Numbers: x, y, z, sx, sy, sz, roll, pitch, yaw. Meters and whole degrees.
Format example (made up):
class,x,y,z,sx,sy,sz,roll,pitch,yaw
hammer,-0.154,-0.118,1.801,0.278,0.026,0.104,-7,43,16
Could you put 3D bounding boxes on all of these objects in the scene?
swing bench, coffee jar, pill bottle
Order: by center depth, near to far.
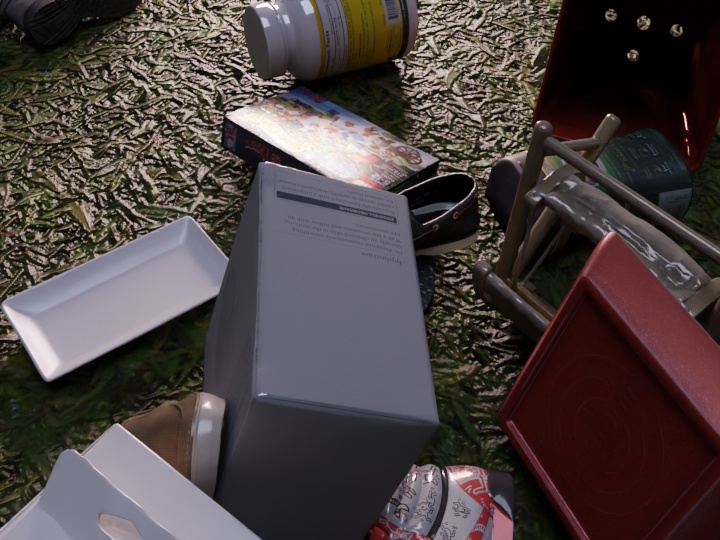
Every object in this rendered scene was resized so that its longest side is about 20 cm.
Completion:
class,x,y,z,sx,sy,sz,roll,pitch,yaw
swing bench,0.207,0.012,0.684,0.128,0.203,0.198,-13,44,-44
coffee jar,0.230,-0.079,0.859,0.195,0.086,0.106,-11,51,-16
pill bottle,-0.037,-0.297,1.023,0.196,0.114,0.113,-18,50,-21

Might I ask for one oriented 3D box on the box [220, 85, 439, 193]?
class,x,y,z,sx,sy,sz,roll,pitch,yaw
box,-0.032,-0.125,0.895,0.198,0.038,0.136,32,39,23

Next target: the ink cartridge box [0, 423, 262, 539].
class,x,y,z,sx,sy,sz,roll,pitch,yaw
ink cartridge box,-0.135,0.204,0.486,0.127,0.203,0.125,29,51,22

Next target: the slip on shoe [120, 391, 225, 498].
class,x,y,z,sx,sy,sz,roll,pitch,yaw
slip on shoe,-0.136,0.122,0.570,0.059,0.200,0.078,10,76,-18

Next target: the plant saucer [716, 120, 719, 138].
class,x,y,z,sx,sy,sz,roll,pitch,yaw
plant saucer,0.529,-0.170,1.007,0.194,0.031,0.203,2,47,-2

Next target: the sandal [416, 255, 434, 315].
class,x,y,z,sx,sy,sz,roll,pitch,yaw
sandal,0.000,0.000,0.804,0.074,0.046,0.199,-23,38,-31

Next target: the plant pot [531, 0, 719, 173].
class,x,y,z,sx,sy,sz,roll,pitch,yaw
plant pot,0.327,-0.264,0.977,0.195,0.204,0.177,16,37,11

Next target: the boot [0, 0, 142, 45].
class,x,y,z,sx,sy,sz,roll,pitch,yaw
boot,-0.387,-0.373,1.100,0.130,0.071,0.199,30,47,29

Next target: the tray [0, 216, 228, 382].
class,x,y,z,sx,sy,sz,roll,pitch,yaw
tray,-0.215,0.025,0.770,0.198,0.022,0.107,-29,56,-28

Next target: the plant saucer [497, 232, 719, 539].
class,x,y,z,sx,sy,sz,roll,pitch,yaw
plant saucer,0.179,0.113,0.596,0.036,0.202,0.202,-4,44,-30

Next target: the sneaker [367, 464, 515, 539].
class,x,y,z,sx,sy,sz,roll,pitch,yaw
sneaker,0.051,0.224,0.577,0.105,0.068,0.204,7,43,3

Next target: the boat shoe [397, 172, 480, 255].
class,x,y,z,sx,sy,sz,roll,pitch,yaw
boat shoe,0.025,-0.037,0.761,0.198,0.064,0.074,-21,38,-26

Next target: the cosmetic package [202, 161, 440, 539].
class,x,y,z,sx,sy,sz,roll,pitch,yaw
cosmetic package,-0.042,0.074,0.602,0.120,0.201,0.203,11,45,-15
